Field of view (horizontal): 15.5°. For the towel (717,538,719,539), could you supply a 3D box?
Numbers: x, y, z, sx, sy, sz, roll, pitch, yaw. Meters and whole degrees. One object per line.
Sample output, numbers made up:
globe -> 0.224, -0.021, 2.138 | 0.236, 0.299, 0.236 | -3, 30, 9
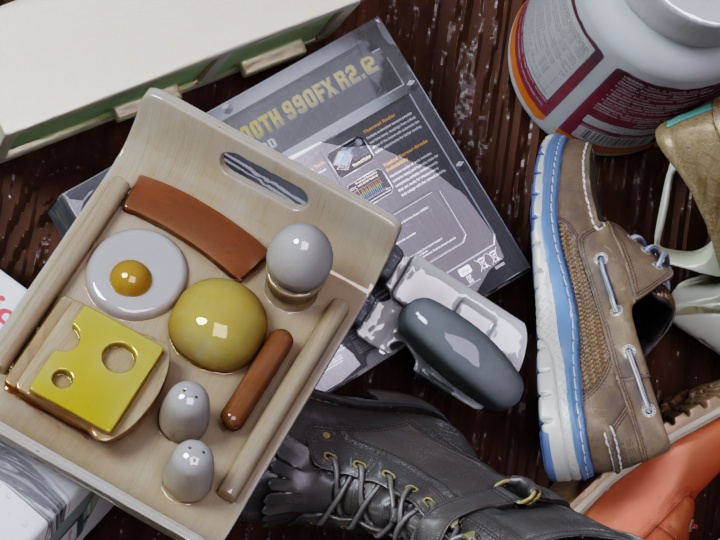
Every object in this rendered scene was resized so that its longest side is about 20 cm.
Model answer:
towel -> 0.161, 0.163, 1.265 | 0.200, 0.171, 0.048 | -18, 92, -6

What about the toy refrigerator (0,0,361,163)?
toy refrigerator -> -0.106, -0.121, 1.363 | 0.200, 0.076, 0.070 | -23, 86, -18

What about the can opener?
can opener -> 0.000, 0.000, 1.326 | 0.200, 0.066, 0.053 | 32, 75, -2

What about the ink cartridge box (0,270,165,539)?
ink cartridge box -> -0.211, 0.098, 1.255 | 0.146, 0.084, 0.200 | 36, 59, 10

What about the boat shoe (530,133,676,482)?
boat shoe -> 0.127, 0.017, 1.376 | 0.072, 0.072, 0.200 | -4, 61, 7

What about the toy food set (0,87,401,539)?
toy food set -> -0.086, 0.021, 1.241 | 0.143, 0.060, 0.200 | 28, 59, 5

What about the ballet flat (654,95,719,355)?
ballet flat -> 0.194, -0.005, 1.402 | 0.072, 0.200, 0.068 | -7, 37, 15

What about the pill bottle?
pill bottle -> 0.151, -0.136, 1.363 | 0.110, 0.200, 0.110 | 3, 76, -12

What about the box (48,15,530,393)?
box -> -0.036, -0.015, 1.375 | 0.200, 0.048, 0.158 | -32, 89, -18

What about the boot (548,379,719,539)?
boot -> 0.147, 0.137, 1.386 | 0.200, 0.075, 0.107 | -37, 94, -10

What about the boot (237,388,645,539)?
boot -> 0.021, 0.114, 1.277 | 0.200, 0.174, 0.069 | -6, 114, -35
